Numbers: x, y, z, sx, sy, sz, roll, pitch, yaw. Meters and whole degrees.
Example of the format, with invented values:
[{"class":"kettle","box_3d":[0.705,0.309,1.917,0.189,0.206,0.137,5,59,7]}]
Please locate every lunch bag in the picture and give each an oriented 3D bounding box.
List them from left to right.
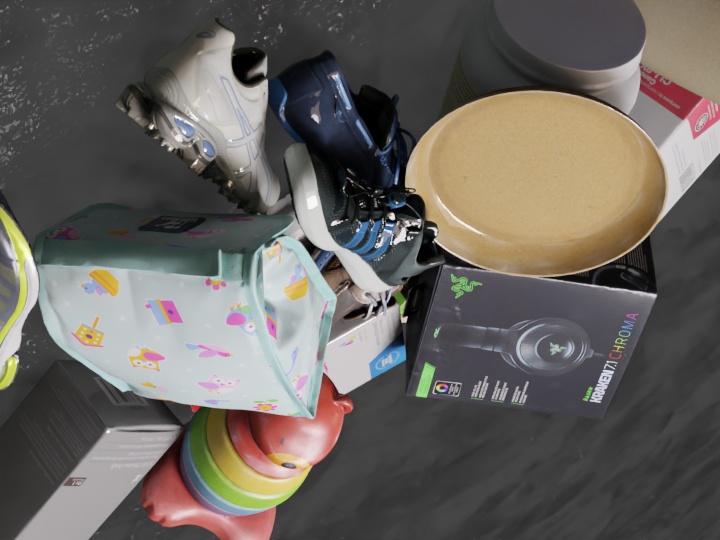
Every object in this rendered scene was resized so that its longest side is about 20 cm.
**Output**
[{"class":"lunch bag","box_3d":[-0.120,0.020,1.057,0.200,0.169,0.123,61,37,-64]}]

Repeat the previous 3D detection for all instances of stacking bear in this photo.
[{"class":"stacking bear","box_3d":[-0.081,0.139,1.225,0.121,0.114,0.200,24,145,-19]}]

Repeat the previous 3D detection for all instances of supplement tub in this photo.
[{"class":"supplement tub","box_3d":[0.139,-0.131,1.206,0.144,0.145,0.201,-24,150,-29]}]

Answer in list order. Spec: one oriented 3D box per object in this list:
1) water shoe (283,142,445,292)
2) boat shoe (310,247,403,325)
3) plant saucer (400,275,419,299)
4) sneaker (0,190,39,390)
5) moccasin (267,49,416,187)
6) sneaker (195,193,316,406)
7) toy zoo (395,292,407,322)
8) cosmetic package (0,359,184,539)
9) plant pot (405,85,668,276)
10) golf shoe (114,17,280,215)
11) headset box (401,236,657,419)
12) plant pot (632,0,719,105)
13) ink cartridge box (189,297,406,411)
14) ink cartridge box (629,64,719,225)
[{"class":"water shoe","box_3d":[0.006,-0.048,1.106,0.078,0.072,0.200,-19,156,13]},{"class":"boat shoe","box_3d":[0.000,0.000,1.224,0.201,0.072,0.072,-59,170,-23]},{"class":"plant saucer","box_3d":[0.126,-0.001,1.372,0.198,0.030,0.201,1,137,1]},{"class":"sneaker","box_3d":[-0.267,0.020,0.999,0.080,0.074,0.201,-16,144,-32]},{"class":"moccasin","box_3d":[0.003,-0.103,1.141,0.068,0.081,0.200,-36,156,12]},{"class":"sneaker","box_3d":[-0.087,0.021,1.226,0.200,0.081,0.076,-45,152,9]},{"class":"toy zoo","box_3d":[0.111,-0.026,1.464,0.200,0.020,0.131,-49,159,18]},{"class":"cosmetic package","box_3d":[-0.254,0.171,1.237,0.200,0.090,0.107,-52,154,17]},{"class":"plant pot","box_3d":[0.134,-0.070,1.145,0.198,0.028,0.201,5,139,4]},{"class":"golf shoe","box_3d":[-0.085,-0.103,1.044,0.097,0.078,0.200,-52,160,-3]},{"class":"headset box","box_3d":[0.137,0.032,1.319,0.198,0.093,0.175,8,136,-6]},{"class":"plant pot","box_3d":[0.289,-0.217,1.205,0.187,0.200,0.188,-30,152,-18]},{"class":"ink cartridge box","box_3d":[-0.061,0.080,1.356,0.199,0.067,0.116,-30,153,-10]},{"class":"ink cartridge box","box_3d":[0.255,-0.097,1.451,0.200,0.083,0.145,-49,156,-3]}]
